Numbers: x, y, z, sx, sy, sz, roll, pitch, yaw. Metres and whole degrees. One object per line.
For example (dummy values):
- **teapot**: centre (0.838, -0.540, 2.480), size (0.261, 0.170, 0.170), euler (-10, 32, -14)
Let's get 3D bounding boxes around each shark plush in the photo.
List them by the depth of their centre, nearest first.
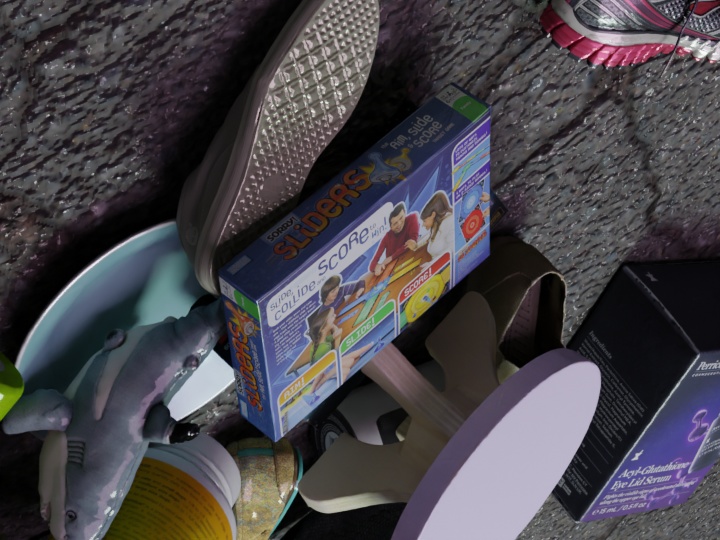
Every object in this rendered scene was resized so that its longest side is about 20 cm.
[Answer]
- **shark plush**: centre (-0.123, 0.082, 1.163), size (0.200, 0.083, 0.091), euler (-39, 148, 1)

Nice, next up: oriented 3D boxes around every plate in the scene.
- **plate**: centre (-0.132, 0.034, 1.196), size (0.199, 0.026, 0.201), euler (-27, 146, -20)

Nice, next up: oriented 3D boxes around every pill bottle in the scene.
- **pill bottle**: centre (-0.149, 0.192, 1.230), size (0.200, 0.108, 0.110), euler (-60, 172, -49)

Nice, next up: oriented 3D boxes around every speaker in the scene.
- **speaker**: centre (0.065, 0.105, 1.433), size (0.199, 0.081, 0.082), euler (-18, 143, -28)

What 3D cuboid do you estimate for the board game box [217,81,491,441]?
- **board game box**: centre (0.002, -0.005, 1.147), size (0.200, 0.034, 0.136), euler (-40, 148, -27)

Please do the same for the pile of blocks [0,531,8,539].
- **pile of blocks**: centre (-0.304, 0.214, 1.234), size (0.199, 0.082, 0.062), euler (-35, -168, 11)

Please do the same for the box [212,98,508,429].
- **box**: centre (0.000, 0.000, 1.241), size (0.200, 0.038, 0.137), euler (-49, 150, -1)

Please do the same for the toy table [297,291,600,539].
- **toy table**: centre (0.055, 0.112, 1.271), size (0.200, 0.117, 0.185), euler (-40, 143, -23)

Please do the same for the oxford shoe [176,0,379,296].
- **oxford shoe**: centre (-0.052, -0.083, 1.100), size (0.075, 0.058, 0.201), euler (17, 102, -43)

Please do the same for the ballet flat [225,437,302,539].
- **ballet flat**: centre (-0.097, 0.195, 1.407), size (0.070, 0.071, 0.201), euler (-13, 141, -34)

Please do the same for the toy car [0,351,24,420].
- **toy car**: centre (-0.247, 0.148, 1.050), size (0.165, 0.200, 0.157), euler (-49, 146, 10)

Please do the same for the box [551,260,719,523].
- **box**: centre (0.244, 0.098, 1.579), size (0.147, 0.105, 0.201), euler (-4, 135, -41)

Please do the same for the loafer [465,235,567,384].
- **loafer**: centre (0.108, 0.078, 1.367), size (0.075, 0.067, 0.202), euler (-5, 99, -30)

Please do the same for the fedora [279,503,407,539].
- **fedora**: centre (-0.001, 0.224, 1.428), size (0.200, 0.201, 0.092), euler (-32, 141, -9)

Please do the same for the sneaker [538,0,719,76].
- **sneaker**: centre (0.210, -0.178, 1.220), size (0.199, 0.081, 0.075), euler (-12, 138, -35)

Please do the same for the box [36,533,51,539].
- **box**: centre (-0.204, 0.325, 1.324), size (0.121, 0.200, 0.194), euler (-22, 146, -23)
